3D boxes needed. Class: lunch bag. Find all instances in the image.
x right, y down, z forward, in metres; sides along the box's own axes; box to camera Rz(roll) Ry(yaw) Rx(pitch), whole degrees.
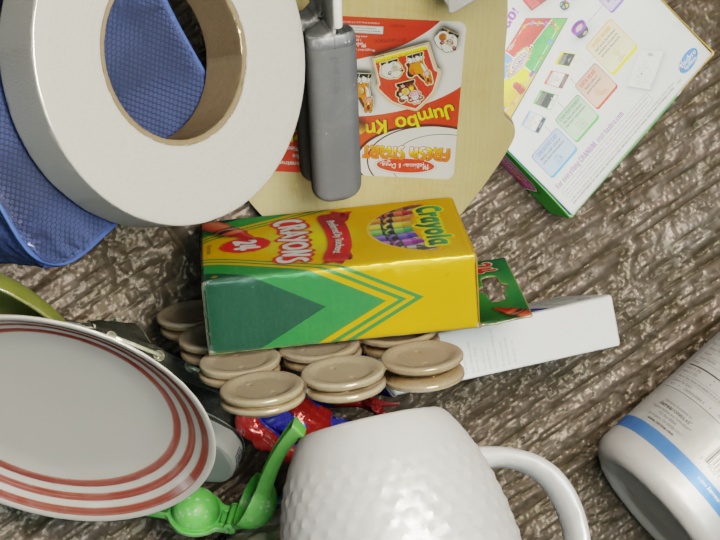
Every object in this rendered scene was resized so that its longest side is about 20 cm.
[{"bbox_3d":[-0.193,-0.096,1.300,0.200,0.132,0.136,-43,117,-35],"label":"lunch bag"}]

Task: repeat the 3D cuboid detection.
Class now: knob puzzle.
[{"bbox_3d":[0.000,-0.095,1.406,0.219,0.030,0.220,-1,116,-2],"label":"knob puzzle"}]

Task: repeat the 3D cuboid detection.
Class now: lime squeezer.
[{"bbox_3d":[-0.099,0.142,1.363,0.071,0.200,0.038,35,49,-43],"label":"lime squeezer"}]

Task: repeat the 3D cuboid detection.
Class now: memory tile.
[{"bbox_3d":[-0.033,0.045,1.342,0.153,0.200,0.017,-11,109,-16],"label":"memory tile"}]

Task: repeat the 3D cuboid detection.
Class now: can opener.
[{"bbox_3d":[-0.006,-0.141,1.336,0.067,0.053,0.201,-11,122,-14],"label":"can opener"}]

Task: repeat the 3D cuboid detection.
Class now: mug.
[{"bbox_3d":[0.047,0.171,1.282,0.199,0.148,0.176,-9,80,-26],"label":"mug"}]

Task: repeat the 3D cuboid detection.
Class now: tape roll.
[{"bbox_3d":[-0.117,-0.125,1.255,0.202,0.037,0.204,1,88,-42],"label":"tape roll"}]

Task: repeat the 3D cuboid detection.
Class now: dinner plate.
[{"bbox_3d":[-0.182,0.084,1.290,0.200,0.200,0.024,23,49,-17],"label":"dinner plate"}]

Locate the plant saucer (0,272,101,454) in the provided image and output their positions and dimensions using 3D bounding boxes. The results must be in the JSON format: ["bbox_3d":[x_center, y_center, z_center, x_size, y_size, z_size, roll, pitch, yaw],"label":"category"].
[{"bbox_3d":[-0.250,0.049,1.304,0.200,0.200,0.031,26,48,-17],"label":"plant saucer"}]

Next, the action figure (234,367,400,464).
[{"bbox_3d":[-0.010,0.110,1.373,0.200,0.052,0.065,32,54,1],"label":"action figure"}]

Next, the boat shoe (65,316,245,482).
[{"bbox_3d":[-0.161,0.066,1.379,0.200,0.071,0.064,28,51,-16],"label":"boat shoe"}]

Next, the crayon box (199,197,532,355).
[{"bbox_3d":[0.000,0.000,1.361,0.199,0.127,0.051,-6,108,-4],"label":"crayon box"}]

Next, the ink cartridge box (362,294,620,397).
[{"bbox_3d":[0.059,0.052,1.420,0.199,0.099,0.039,-10,92,-14],"label":"ink cartridge box"}]

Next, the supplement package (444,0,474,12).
[{"bbox_3d":[0.108,-0.300,1.326,0.200,0.147,0.192,-36,97,-39],"label":"supplement package"}]

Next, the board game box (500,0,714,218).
[{"bbox_3d":[0.116,-0.158,1.447,0.200,0.040,0.153,44,83,-16],"label":"board game box"}]

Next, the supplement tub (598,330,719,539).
[{"bbox_3d":[0.272,0.103,1.473,0.200,0.132,0.132,-40,105,-10],"label":"supplement tub"}]

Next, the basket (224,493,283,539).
[{"bbox_3d":[-0.049,0.253,1.376,0.176,0.139,0.200,50,50,-14],"label":"basket"}]
